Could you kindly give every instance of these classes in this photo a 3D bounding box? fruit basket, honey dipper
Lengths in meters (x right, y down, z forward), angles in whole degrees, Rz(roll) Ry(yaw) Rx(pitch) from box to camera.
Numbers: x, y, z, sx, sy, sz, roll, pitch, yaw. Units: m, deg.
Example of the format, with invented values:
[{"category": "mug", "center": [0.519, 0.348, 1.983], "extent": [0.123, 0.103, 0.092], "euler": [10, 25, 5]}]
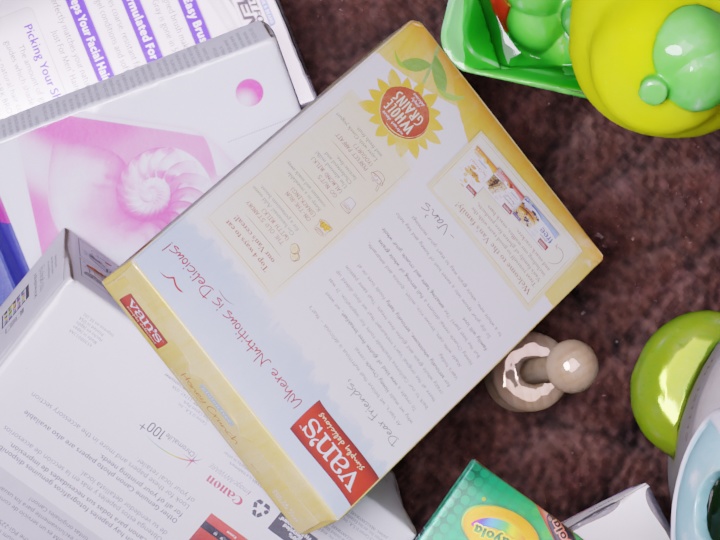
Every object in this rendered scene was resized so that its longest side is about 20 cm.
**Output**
[{"category": "fruit basket", "center": [0.142, -0.128, 1.257], "extent": [0.214, 0.216, 0.156], "euler": [13, 84, 2]}, {"category": "honey dipper", "center": [0.083, 0.043, 1.238], "extent": [0.038, 0.200, 0.038], "euler": [0, 86, -4]}]

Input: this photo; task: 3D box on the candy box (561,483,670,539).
[{"category": "candy box", "center": [0.105, 0.225, 1.284], "extent": [0.167, 0.072, 0.201], "euler": [-28, 85, -2]}]

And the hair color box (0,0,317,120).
[{"category": "hair color box", "center": [-0.130, -0.089, 1.323], "extent": [0.199, 0.065, 0.110], "euler": [-22, 85, 0]}]

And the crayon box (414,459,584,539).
[{"category": "crayon box", "center": [0.074, 0.142, 1.156], "extent": [0.119, 0.200, 0.058], "euler": [36, 84, 5]}]

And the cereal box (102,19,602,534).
[{"category": "cereal box", "center": [0.000, 0.000, 1.227], "extent": [0.200, 0.039, 0.144], "euler": [-41, 97, -32]}]

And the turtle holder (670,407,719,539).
[{"category": "turtle holder", "center": [0.185, 0.123, 1.131], "extent": [0.141, 0.132, 0.186], "euler": [32, 91, 12]}]

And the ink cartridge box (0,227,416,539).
[{"category": "ink cartridge box", "center": [-0.108, 0.114, 1.253], "extent": [0.200, 0.084, 0.176], "euler": [38, 98, -16]}]

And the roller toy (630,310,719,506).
[{"category": "roller toy", "center": [0.238, 0.087, 1.263], "extent": [0.199, 0.140, 0.183], "euler": [-17, 84, -2]}]

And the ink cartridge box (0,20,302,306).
[{"category": "ink cartridge box", "center": [-0.101, 0.011, 1.286], "extent": [0.199, 0.043, 0.197], "euler": [-22, 110, -3]}]
